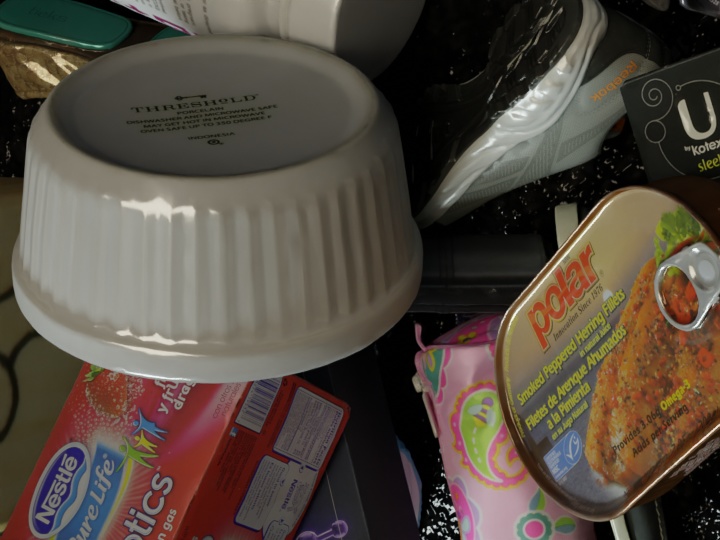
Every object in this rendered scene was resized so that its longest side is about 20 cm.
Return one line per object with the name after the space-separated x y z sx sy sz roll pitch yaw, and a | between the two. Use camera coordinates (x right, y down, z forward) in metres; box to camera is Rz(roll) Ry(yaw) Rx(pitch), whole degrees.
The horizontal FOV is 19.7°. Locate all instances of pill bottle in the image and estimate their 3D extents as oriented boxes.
-0.069 -0.176 1.087 0.200 0.113 0.114 25 110 24 | pill bottle

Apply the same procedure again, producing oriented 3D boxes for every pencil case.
0.081 0.117 1.064 0.087 0.087 0.200 -7 96 31 | pencil case

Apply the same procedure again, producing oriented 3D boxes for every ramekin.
-0.068 -0.038 0.986 0.202 0.202 0.094 18 125 27 | ramekin

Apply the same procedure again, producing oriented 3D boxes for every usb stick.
0.000 0.000 1.046 0.200 0.055 0.033 0 121 0 | usb stick

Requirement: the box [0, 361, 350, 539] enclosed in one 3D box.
-0.101 0.127 1.002 0.095 0.100 0.200 22 84 32 | box

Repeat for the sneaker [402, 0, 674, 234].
0.078 -0.067 1.031 0.200 0.079 0.074 -39 40 52 | sneaker

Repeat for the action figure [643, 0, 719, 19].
0.136 -0.177 0.980 0.200 0.102 0.119 36 126 49 | action figure

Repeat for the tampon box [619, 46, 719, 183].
0.233 -0.017 0.930 0.150 0.126 0.200 -18 89 33 | tampon box

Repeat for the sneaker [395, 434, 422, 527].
-0.036 0.169 1.145 0.076 0.081 0.200 40 114 20 | sneaker

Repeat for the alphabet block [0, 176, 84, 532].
-0.273 0.050 1.193 0.196 0.200 0.196 0 98 30 | alphabet block

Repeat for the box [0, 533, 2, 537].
-0.243 0.206 1.241 0.200 0.132 0.115 7 104 29 | box

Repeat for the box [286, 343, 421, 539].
-0.057 0.095 1.095 0.141 0.079 0.200 -22 64 16 | box

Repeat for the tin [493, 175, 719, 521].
0.123 0.035 0.925 0.112 0.042 0.200 59 147 16 | tin

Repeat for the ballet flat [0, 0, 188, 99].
-0.121 -0.108 1.168 0.200 0.071 0.065 18 134 29 | ballet flat

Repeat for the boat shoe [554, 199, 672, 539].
0.145 0.060 1.030 0.066 0.075 0.200 -11 92 8 | boat shoe
